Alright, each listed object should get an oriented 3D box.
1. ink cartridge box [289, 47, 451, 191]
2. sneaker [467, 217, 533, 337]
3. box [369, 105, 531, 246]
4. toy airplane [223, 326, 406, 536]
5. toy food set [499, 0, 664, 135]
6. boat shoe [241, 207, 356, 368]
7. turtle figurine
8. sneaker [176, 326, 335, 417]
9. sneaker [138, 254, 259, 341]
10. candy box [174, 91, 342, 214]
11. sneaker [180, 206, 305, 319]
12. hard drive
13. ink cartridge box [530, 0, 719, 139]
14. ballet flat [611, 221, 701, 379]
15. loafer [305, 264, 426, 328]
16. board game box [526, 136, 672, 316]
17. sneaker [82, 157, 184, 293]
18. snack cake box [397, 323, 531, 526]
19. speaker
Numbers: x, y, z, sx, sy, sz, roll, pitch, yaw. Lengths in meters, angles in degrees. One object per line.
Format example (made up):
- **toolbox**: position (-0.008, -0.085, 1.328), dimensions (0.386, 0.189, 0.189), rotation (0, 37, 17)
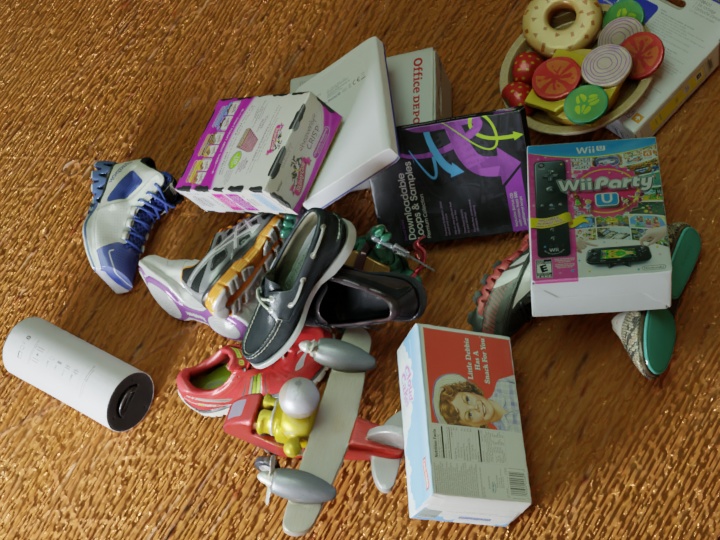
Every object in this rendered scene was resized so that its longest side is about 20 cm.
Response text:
- **ink cartridge box**: position (0.013, -0.184, 1.737), dimensions (0.199, 0.083, 0.147), rotation (-9, 58, 19)
- **sneaker**: position (0.202, 0.012, 1.543), dimensions (0.098, 0.071, 0.201), rotation (28, 73, 36)
- **box**: position (0.108, -0.108, 1.627), dimensions (0.199, 0.036, 0.144), rotation (-8, 102, 21)
- **toy airplane**: position (-0.041, 0.169, 1.507), dimensions (0.199, 0.141, 0.200), rotation (-32, 48, -5)
- **toy food set**: position (0.261, -0.249, 1.641), dimensions (0.197, 0.049, 0.200), rotation (23, 72, 33)
- **boat shoe**: position (-0.084, 0.017, 1.543), dimensions (0.076, 0.060, 0.201), rotation (36, 97, 48)
- **turtle figurine**: position (0.000, 0.000, 1.626), dimensions (0.199, 0.101, 0.150), rotation (22, 112, 21)
- **sneaker**: position (-0.124, 0.115, 1.613), dimensions (0.199, 0.085, 0.077), rotation (-24, 55, 9)
- **sneaker**: position (-0.189, 0.020, 1.720), dimensions (0.199, 0.075, 0.100), rotation (23, 58, 28)
- **candy box**: position (-0.125, -0.140, 1.659), dimensions (0.200, 0.061, 0.137), rotation (5, 66, 52)
- **sneaker**: position (-0.137, -0.032, 1.658), dimensions (0.077, 0.078, 0.200), rotation (27, 56, 26)
- **hard drive**: position (-0.019, -0.177, 1.642), dimensions (0.132, 0.025, 0.201), rotation (-31, 43, 26)
- **ink cartridge box**: position (0.332, -0.271, 1.679), dimensions (0.200, 0.047, 0.198), rotation (-44, 52, -8)
- **ballet flat**: position (0.314, 0.035, 1.494), dimensions (0.075, 0.068, 0.201), rotation (-9, 49, 44)
- **loafer**: position (-0.022, 0.032, 1.555), dimensions (0.199, 0.063, 0.072), rotation (0, 103, 35)
- **board game box**: position (0.255, -0.049, 1.485), dimensions (0.147, 0.064, 0.201), rotation (-4, 48, 9)
- **sneaker**: position (-0.296, -0.079, 1.809), dimensions (0.115, 0.081, 0.200), rotation (-16, 54, 16)
- **snack cake box**: position (0.107, 0.164, 1.459), dimensions (0.114, 0.067, 0.201), rotation (8, 56, -18)
- **speaker**: position (-0.353, 0.128, 1.707), dimensions (0.199, 0.081, 0.081), rotation (22, 71, 32)
